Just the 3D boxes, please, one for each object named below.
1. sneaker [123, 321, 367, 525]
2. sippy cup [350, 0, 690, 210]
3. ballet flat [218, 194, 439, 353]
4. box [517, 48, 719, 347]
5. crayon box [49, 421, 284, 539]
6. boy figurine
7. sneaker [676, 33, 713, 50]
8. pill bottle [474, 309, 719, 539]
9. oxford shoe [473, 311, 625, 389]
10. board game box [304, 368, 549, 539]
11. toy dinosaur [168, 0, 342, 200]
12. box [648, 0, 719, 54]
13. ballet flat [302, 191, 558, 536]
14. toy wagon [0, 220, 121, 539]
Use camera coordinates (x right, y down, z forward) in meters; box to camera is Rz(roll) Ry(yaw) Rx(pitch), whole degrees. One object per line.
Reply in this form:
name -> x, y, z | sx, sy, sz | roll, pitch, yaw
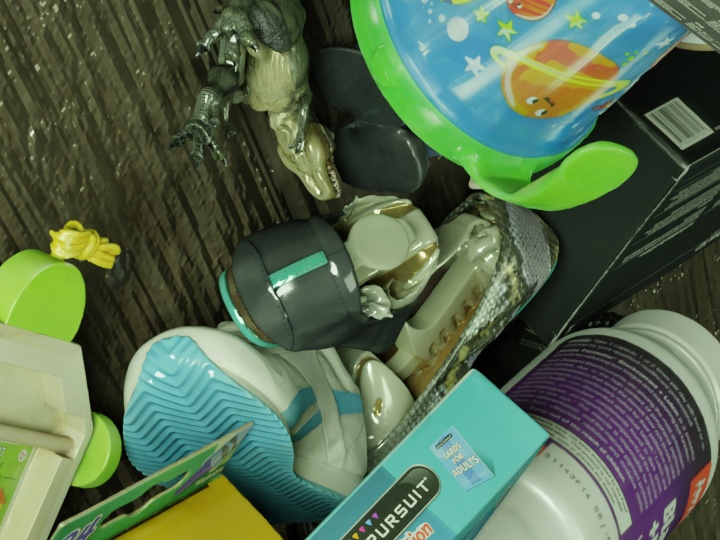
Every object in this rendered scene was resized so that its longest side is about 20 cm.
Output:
sneaker -> -0.052, 0.055, 1.081 | 0.200, 0.076, 0.081 | 48, 37, -65
sippy cup -> 0.086, -0.127, 1.052 | 0.139, 0.179, 0.130 | -33, 180, -45
ballet flat -> 0.000, 0.000, 1.085 | 0.200, 0.073, 0.074 | -7, 118, -74
box -> 0.161, -0.060, 1.308 | 0.200, 0.079, 0.142 | -28, 156, -49
crayon box -> -0.109, 0.163, 1.009 | 0.125, 0.052, 0.200 | -26, 155, -51
boy figurine -> 0.060, -0.102, 1.163 | 0.200, 0.064, 0.125 | -32, 124, -43
sneaker -> 0.135, -0.189, 1.126 | 0.070, 0.200, 0.109 | -15, 128, -10
pill bottle -> 0.112, 0.097, 1.223 | 0.200, 0.111, 0.112 | -37, 140, -49
oxford shoe -> 0.099, 0.079, 1.376 | 0.199, 0.073, 0.085 | -26, 147, -45
board game box -> -0.016, 0.149, 1.041 | 0.200, 0.047, 0.151 | -43, 169, -34
toy dinosaur -> -0.044, -0.097, 1.013 | 0.088, 0.047, 0.201 | -59, 154, -43
box -> 0.148, -0.181, 0.975 | 0.199, 0.050, 0.159 | 30, 70, -41
ballet flat -> 0.020, 0.042, 1.206 | 0.201, 0.072, 0.072 | -55, 150, -12
toy wagon -> -0.153, 0.072, 0.959 | 0.155, 0.039, 0.201 | 21, 92, -62
